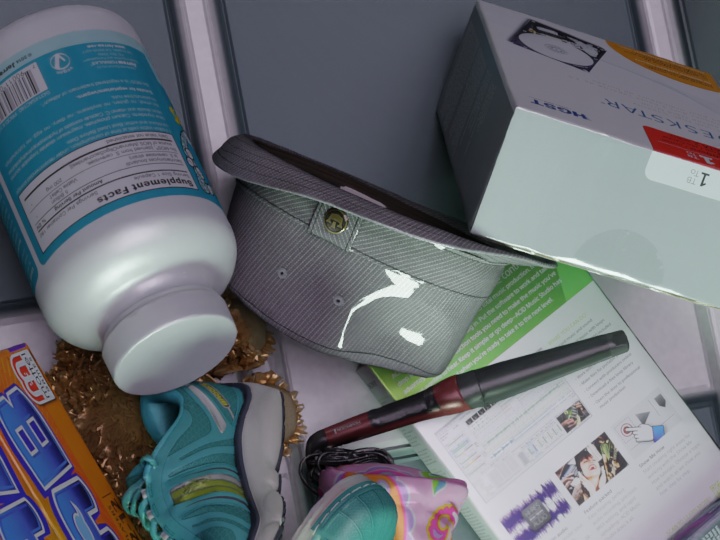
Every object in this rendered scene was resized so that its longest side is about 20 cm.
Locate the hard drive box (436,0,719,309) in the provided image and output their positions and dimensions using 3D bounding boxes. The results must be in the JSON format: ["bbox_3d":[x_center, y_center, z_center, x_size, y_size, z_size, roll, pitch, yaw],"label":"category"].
[{"bbox_3d":[0.133,-0.067,1.375,0.155,0.200,0.077,16,111,-11],"label":"hard drive box"}]

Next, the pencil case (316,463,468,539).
[{"bbox_3d":[0.008,0.204,1.316,0.087,0.087,0.202,7,82,-13],"label":"pencil case"}]

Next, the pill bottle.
[{"bbox_3d":[-0.135,-0.035,1.319,0.110,0.111,0.201,-18,62,-16],"label":"pill bottle"}]

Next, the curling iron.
[{"bbox_3d":[0.058,0.078,1.384,0.199,0.026,0.050,-25,98,-5],"label":"curling iron"}]

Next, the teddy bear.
[{"bbox_3d":[-0.126,0.080,1.363,0.200,0.067,0.145,-36,96,-24],"label":"teddy bear"}]

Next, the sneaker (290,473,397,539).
[{"bbox_3d":[-0.010,0.206,1.240,0.080,0.071,0.201,23,99,30],"label":"sneaker"}]

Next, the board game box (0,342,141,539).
[{"bbox_3d":[-0.224,0.181,1.205,0.199,0.200,0.201,-32,88,13],"label":"board game box"}]

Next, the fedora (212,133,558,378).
[{"bbox_3d":[0.000,0.000,1.358,0.199,0.177,0.091,22,95,1],"label":"fedora"}]

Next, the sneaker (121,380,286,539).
[{"bbox_3d":[-0.084,0.128,1.263,0.079,0.078,0.201,13,32,-12],"label":"sneaker"}]

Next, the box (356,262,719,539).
[{"bbox_3d":[0.112,0.093,1.430,0.144,0.036,0.201,-37,91,-17],"label":"box"}]

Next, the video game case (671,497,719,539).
[{"bbox_3d":[0.181,0.240,1.410,0.200,0.019,0.143,-38,105,-16],"label":"video game case"}]
